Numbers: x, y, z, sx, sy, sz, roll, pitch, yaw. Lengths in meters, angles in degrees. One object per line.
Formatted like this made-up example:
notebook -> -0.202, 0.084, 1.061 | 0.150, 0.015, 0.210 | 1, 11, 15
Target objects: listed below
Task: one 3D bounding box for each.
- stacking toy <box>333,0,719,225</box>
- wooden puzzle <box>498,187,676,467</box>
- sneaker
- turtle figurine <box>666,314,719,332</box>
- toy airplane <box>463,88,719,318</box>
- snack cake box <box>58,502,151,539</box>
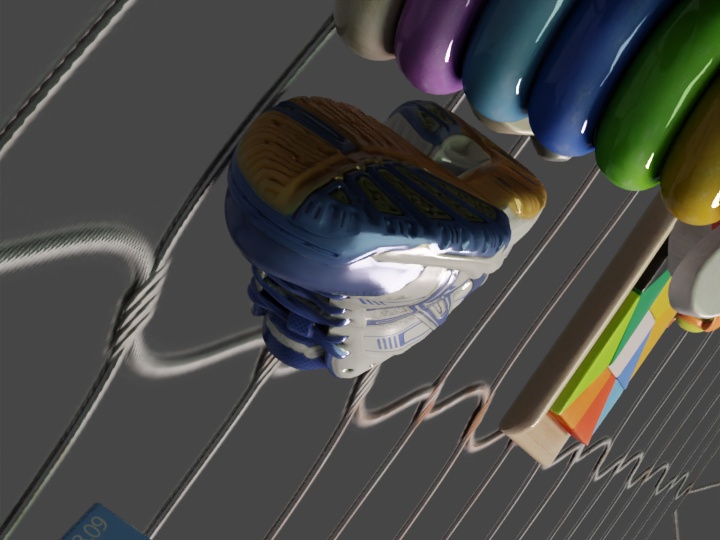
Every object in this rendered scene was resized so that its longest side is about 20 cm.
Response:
stacking toy -> 0.094, -0.049, 0.731 | 0.085, 0.200, 0.085 | -52, 168, -16
wooden puzzle -> 0.157, 0.037, 1.589 | 0.185, 0.037, 0.200 | -56, 168, -2
sneaker -> 0.000, 0.000, 0.804 | 0.088, 0.075, 0.200 | -53, 166, 13
turtle figurine -> 0.258, -0.017, 1.760 | 0.161, 0.064, 0.200 | -55, 171, -4
toy airplane -> 0.137, -0.083, 0.915 | 0.199, 0.141, 0.200 | -46, 139, -6
snack cake box -> -0.100, 0.177, 0.785 | 0.200, 0.115, 0.067 | -46, 164, -40
